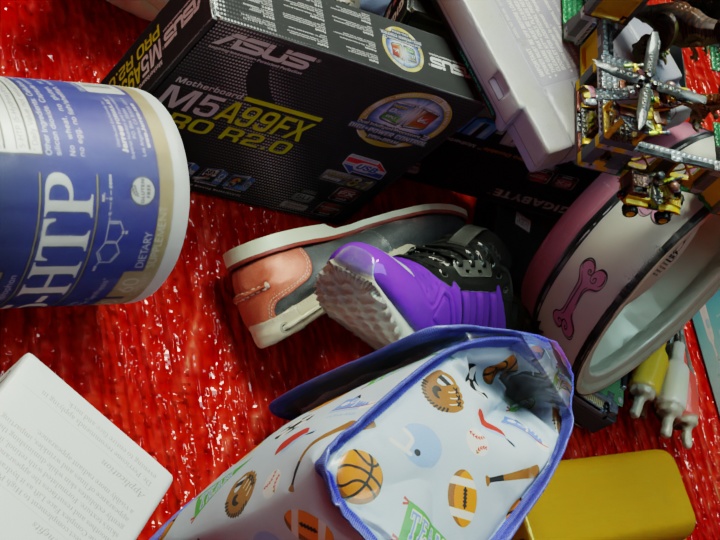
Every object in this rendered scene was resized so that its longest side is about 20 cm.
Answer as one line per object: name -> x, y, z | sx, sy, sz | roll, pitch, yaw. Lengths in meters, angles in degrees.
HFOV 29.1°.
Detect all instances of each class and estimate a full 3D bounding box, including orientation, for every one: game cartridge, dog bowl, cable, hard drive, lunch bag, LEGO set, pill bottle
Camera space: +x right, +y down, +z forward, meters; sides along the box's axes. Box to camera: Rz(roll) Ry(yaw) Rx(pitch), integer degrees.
game cartridge -> 0.110, -0.164, 0.860 | 0.129, 0.038, 0.201 | -19, 75, -24
dog bowl -> 0.190, -0.013, 0.927 | 0.199, 0.201, 0.074 | -20, 57, -46
cable -> 0.242, 0.038, 1.055 | 0.097, 0.050, 0.202 | 32, 63, -38
hard drive -> 0.141, 0.004, 1.031 | 0.139, 0.038, 0.201 | 31, 47, -22
lunch bag -> 0.009, 0.112, 0.755 | 0.200, 0.170, 0.124 | -35, 94, -46
LEGO set -> 0.195, -0.138, 0.793 | 0.153, 0.116, 0.202 | 18, 61, -13
pill bottle -> -0.199, -0.040, 0.707 | 0.199, 0.120, 0.121 | -2, 65, -40

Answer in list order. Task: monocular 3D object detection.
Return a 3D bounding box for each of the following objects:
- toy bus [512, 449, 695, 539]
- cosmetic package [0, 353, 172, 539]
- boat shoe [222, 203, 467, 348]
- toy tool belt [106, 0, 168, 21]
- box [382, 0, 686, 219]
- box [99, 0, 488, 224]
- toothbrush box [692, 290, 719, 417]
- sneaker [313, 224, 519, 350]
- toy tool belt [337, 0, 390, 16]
toy bus -> 0.149, 0.160, 0.909 | 0.199, 0.078, 0.066 | 1, 64, -40
cosmetic package -> -0.181, 0.146, 0.641 | 0.102, 0.074, 0.200 | 43, 46, -11
boat shoe -> 0.000, 0.000, 0.889 | 0.199, 0.071, 0.063 | -13, 80, -44
toy tool belt -> -0.165, -0.256, 0.874 | 0.122, 0.125, 0.202 | 3, 61, -49
box -> 0.096, -0.114, 0.944 | 0.198, 0.159, 0.046 | 14, 54, -15
box -> -0.048, -0.100, 0.845 | 0.199, 0.160, 0.045 | 12, 57, -36
toothbrush box -> 0.360, 0.079, 1.138 | 0.145, 0.085, 0.202 | 11, 59, -36
sneaker -> 0.044, 0.010, 0.847 | 0.100, 0.069, 0.200 | -60, 147, -8
toy tool belt -> -0.016, -0.233, 0.959 | 0.199, 0.124, 0.124 | -1, 93, -55
